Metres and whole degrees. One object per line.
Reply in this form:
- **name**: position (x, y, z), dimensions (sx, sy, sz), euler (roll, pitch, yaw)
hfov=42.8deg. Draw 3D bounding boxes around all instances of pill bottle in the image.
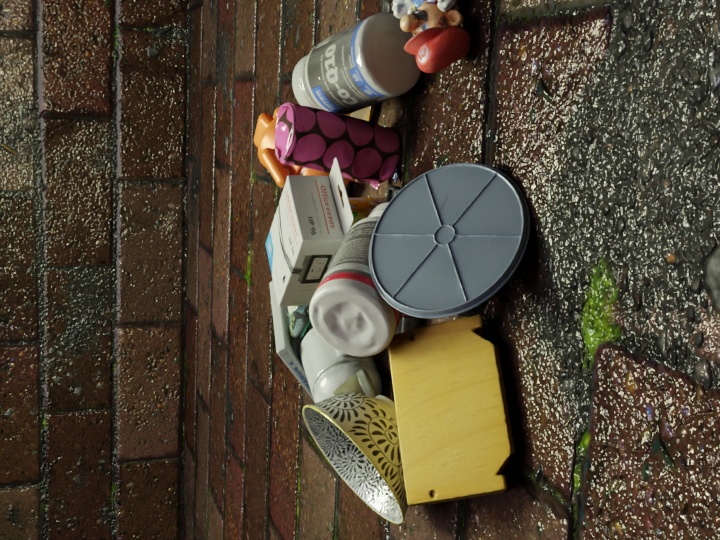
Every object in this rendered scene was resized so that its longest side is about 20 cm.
- **pill bottle**: position (-0.011, -0.291, 1.338), dimensions (0.199, 0.112, 0.116), euler (-7, 84, 55)
- **pill bottle**: position (0.017, 0.003, 1.163), dimensions (0.201, 0.109, 0.112), euler (-63, -6, -47)

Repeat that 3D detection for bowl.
- **bowl**: position (0.020, 0.234, 1.246), dimensions (0.201, 0.094, 0.202), euler (44, 159, 22)

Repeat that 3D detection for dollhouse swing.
- **dollhouse swing**: position (0.126, 0.183, 1.155), dimensions (0.179, 0.175, 0.204), euler (-16, 71, 26)

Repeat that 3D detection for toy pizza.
- **toy pizza**: position (0.102, -0.033, 1.058), dimensions (0.032, 0.198, 0.202), euler (46, -159, -50)

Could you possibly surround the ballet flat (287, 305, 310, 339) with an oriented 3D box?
- **ballet flat**: position (-0.084, 0.015, 1.493), dimensions (0.202, 0.073, 0.074), euler (-62, 28, 13)

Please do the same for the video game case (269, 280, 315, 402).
- **video game case**: position (-0.101, 0.136, 1.607), dimensions (0.183, 0.022, 0.201), euler (57, -170, -33)

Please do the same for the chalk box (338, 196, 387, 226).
- **chalk box**: position (0.000, 0.000, 1.372), dimensions (0.124, 0.122, 0.204), euler (-144, 55, -64)

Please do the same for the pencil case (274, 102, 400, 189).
- **pencil case**: position (-0.036, -0.181, 1.352), dimensions (0.095, 0.197, 0.091), euler (-63, 36, 25)

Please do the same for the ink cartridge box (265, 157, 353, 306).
- **ink cartridge box**: position (-0.076, -0.053, 1.302), dimensions (0.201, 0.067, 0.117), euler (115, 146, -50)

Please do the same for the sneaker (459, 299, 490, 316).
- **sneaker**: position (0.116, -0.013, 1.136), dimensions (0.089, 0.073, 0.202), euler (98, 166, -49)

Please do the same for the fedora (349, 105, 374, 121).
- **fedora**: position (-0.037, -0.298, 1.516), dimensions (0.200, 0.080, 0.205), euler (180, 90, -71)

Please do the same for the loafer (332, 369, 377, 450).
- **loafer**: position (0.010, 0.250, 1.361), dimensions (0.075, 0.069, 0.203), euler (-141, 33, -86)

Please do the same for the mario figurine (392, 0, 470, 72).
- **mario figurine**: position (0.079, -0.343, 1.152), dimensions (0.124, 0.104, 0.204), euler (52, -146, -63)

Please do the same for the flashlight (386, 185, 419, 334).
- **flashlight**: position (0.063, -0.011, 1.289), dimensions (0.068, 0.067, 0.204), euler (31, 115, 61)

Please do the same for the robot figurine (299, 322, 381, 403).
- **robot figurine**: position (-0.032, 0.160, 1.476), dimensions (0.201, 0.111, 0.172), euler (-114, 14, -47)

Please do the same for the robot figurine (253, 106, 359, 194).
- **robot figurine**: position (-0.094, -0.190, 1.545), dimensions (0.199, 0.144, 0.117), euler (41, 97, 20)
